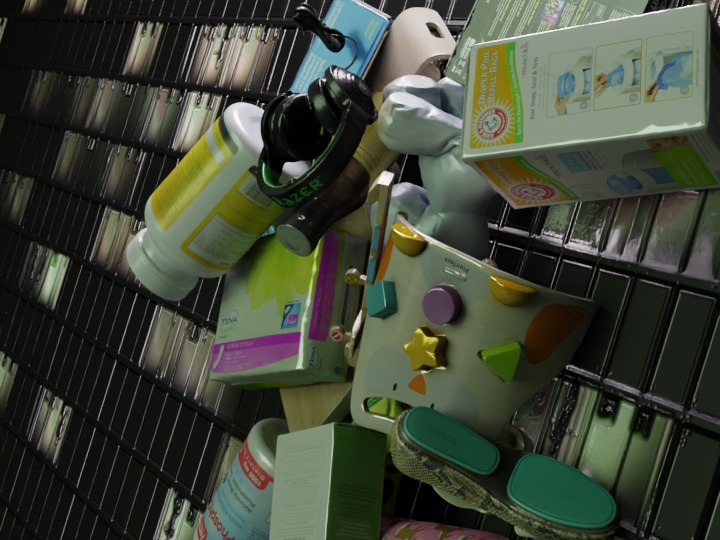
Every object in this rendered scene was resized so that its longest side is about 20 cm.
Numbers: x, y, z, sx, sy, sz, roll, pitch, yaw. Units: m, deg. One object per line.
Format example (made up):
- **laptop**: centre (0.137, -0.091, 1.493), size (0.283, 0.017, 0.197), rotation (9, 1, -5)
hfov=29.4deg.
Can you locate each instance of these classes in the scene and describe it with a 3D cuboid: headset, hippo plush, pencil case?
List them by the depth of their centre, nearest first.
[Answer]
- **pencil case**: centre (0.060, 0.261, 1.191), size (0.199, 0.082, 0.088), rotation (-4, 89, 57)
- **headset**: centre (-0.048, -0.155, 1.281), size (0.123, 0.094, 0.202), rotation (-22, 41, 40)
- **hippo plush**: centre (0.094, -0.079, 1.289), size (0.198, 0.159, 0.163), rotation (24, 120, 18)

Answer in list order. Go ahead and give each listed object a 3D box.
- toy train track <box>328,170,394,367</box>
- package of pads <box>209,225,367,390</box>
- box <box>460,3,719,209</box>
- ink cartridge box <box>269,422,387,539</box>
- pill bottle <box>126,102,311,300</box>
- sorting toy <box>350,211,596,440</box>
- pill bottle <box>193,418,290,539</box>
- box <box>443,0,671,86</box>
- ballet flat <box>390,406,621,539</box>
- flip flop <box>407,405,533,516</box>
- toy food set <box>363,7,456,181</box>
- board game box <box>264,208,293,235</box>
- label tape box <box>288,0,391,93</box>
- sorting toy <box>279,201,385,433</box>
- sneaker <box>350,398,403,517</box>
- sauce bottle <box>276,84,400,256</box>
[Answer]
- **toy train track**: centre (0.000, 0.000, 1.241), size (0.115, 0.032, 0.202), rotation (-63, -14, -54)
- **package of pads**: centre (-0.077, 0.036, 1.399), size (0.199, 0.067, 0.157), rotation (-12, 65, 55)
- **box**: centre (0.191, -0.124, 1.081), size (0.197, 0.112, 0.103), rotation (-5, 69, 29)
- **ink cartridge box**: centre (-0.034, 0.243, 1.212), size (0.103, 0.059, 0.203), rotation (-21, 60, 55)
- **pill bottle**: centre (-0.149, -0.065, 1.400), size (0.200, 0.111, 0.113), rotation (-45, 40, 22)
- **sorting toy**: centre (0.069, 0.070, 1.168), size (0.198, 0.106, 0.182), rotation (25, 101, 23)
- **pill bottle**: centre (-0.107, 0.263, 1.430), size (0.202, 0.108, 0.109), rotation (-60, 34, 20)
- **box**: centre (0.182, -0.230, 1.214), size (0.159, 0.043, 0.202), rotation (31, 103, 32)
- **ballet flat**: centre (0.114, 0.176, 1.117), size (0.068, 0.198, 0.076), rotation (-54, -19, -41)
- **flip flop**: centre (0.086, 0.157, 1.226), size (0.200, 0.057, 0.082), rotation (31, 102, 58)
- **toy food set**: centre (0.038, -0.174, 1.475), size (0.201, 0.060, 0.144), rotation (-57, 23, 22)
- **board game box**: centre (-0.081, -0.018, 1.600), size (0.200, 0.028, 0.137), rotation (-42, 42, 41)
- **label tape box**: centre (-0.027, -0.210, 1.418), size (0.146, 0.063, 0.200), rotation (-62, 3, 10)
- **sorting toy**: centre (-0.008, 0.057, 1.412), size (0.199, 0.069, 0.202), rotation (-52, 38, 31)
- **sneaker**: centre (0.006, 0.205, 1.321), size (0.084, 0.073, 0.202), rotation (-81, 11, -64)
- **sauce bottle**: centre (-0.013, -0.096, 1.327), size (0.066, 0.066, 0.201), rotation (-14, 33, 54)
